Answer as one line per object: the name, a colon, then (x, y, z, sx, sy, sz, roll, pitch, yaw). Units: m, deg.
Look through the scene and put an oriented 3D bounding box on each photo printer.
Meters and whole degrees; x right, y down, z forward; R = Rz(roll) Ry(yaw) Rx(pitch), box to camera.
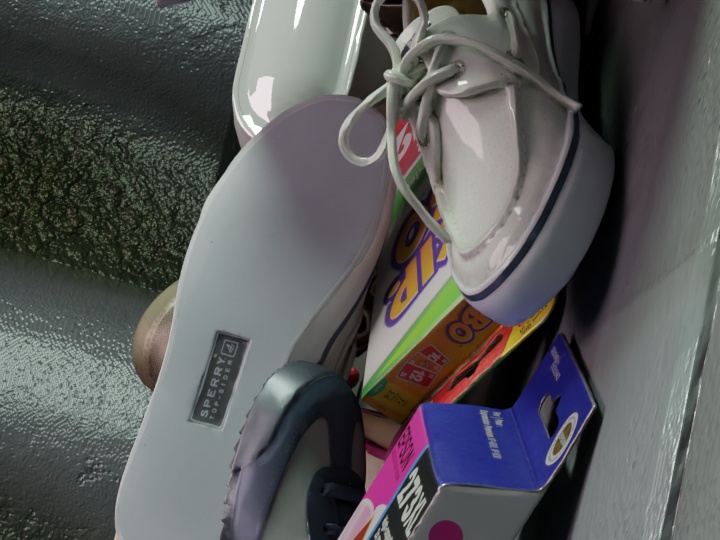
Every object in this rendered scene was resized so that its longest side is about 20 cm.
photo printer: (0.001, -0.102, 1.362, 0.167, 0.069, 0.201, 57, -139, -59)

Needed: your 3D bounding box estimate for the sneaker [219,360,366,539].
sneaker: (-0.006, 0.134, 1.039, 0.070, 0.082, 0.201, 7, -94, -54)

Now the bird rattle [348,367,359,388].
bird rattle: (-0.046, 0.145, 1.544, 0.201, 0.112, 0.163, -63, 19, 6)

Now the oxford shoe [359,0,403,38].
oxford shoe: (0.037, -0.123, 1.241, 0.200, 0.084, 0.073, 110, 168, -69)

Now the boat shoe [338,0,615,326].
boat shoe: (0.035, -0.063, 1.002, 0.075, 0.086, 0.202, -46, 22, 28)

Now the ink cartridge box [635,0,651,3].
ink cartridge box: (0.049, -0.199, 0.983, 0.083, 0.146, 0.201, 110, 173, -46)

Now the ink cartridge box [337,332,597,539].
ink cartridge box: (0.009, 0.109, 0.944, 0.201, 0.037, 0.095, -57, 9, 9)

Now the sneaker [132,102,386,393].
sneaker: (0.000, 0.000, 1.205, 0.200, 0.075, 0.071, -40, -46, -18)

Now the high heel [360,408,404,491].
high heel: (-0.008, 0.077, 1.123, 0.200, 0.095, 0.068, -166, 91, -85)

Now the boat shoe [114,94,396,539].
boat shoe: (-0.038, 0.030, 1.112, 0.201, 0.073, 0.065, -64, -20, -9)

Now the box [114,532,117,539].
box: (-0.121, 0.233, 1.850, 0.113, 0.101, 0.201, -119, 44, -81)

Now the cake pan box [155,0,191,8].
cake pan box: (0.003, -0.168, 1.135, 0.184, 0.199, 0.053, -96, -9, -73)

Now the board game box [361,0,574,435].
board game box: (0.043, -0.027, 1.097, 0.096, 0.030, 0.201, -46, 25, 34)
